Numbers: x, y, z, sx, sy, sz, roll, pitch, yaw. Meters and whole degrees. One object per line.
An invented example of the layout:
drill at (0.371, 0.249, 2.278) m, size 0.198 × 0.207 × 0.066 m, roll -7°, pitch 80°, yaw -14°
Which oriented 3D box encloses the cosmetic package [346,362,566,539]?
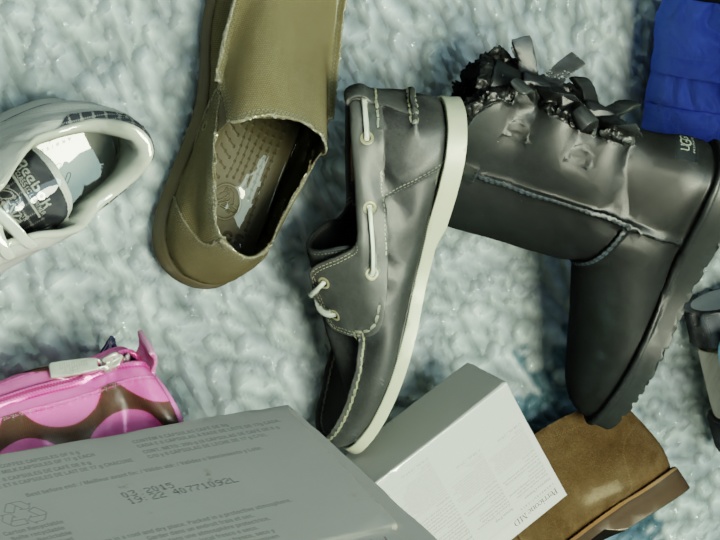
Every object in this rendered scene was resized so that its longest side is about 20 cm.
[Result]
cosmetic package at (0.008, 0.143, 0.960) m, size 0.200 × 0.051 × 0.083 m, roll -36°, pitch 112°, yaw -15°

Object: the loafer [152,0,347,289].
loafer at (-0.044, -0.085, 0.903) m, size 0.076 × 0.067 × 0.201 m, roll 15°, pitch 87°, yaw -34°

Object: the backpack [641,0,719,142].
backpack at (0.257, -0.092, 1.028) m, size 0.162 × 0.200 × 0.169 m, roll 2°, pitch 104°, yaw -38°

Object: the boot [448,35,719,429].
boot at (0.106, -0.018, 0.990) m, size 0.162 × 0.073 × 0.199 m, roll 19°, pitch 120°, yaw -6°

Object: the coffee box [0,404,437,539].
coffee box at (-0.075, 0.202, 0.769) m, size 0.199 × 0.200 × 0.199 m, roll -7°, pitch 117°, yaw -32°

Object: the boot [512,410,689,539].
boot at (0.093, 0.143, 1.037) m, size 0.200 × 0.074 × 0.076 m, roll -28°, pitch 83°, yaw -26°

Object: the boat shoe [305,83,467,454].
boat shoe at (0.000, 0.000, 0.935) m, size 0.067 × 0.072 × 0.201 m, roll 7°, pitch 111°, yaw -17°

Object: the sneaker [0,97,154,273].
sneaker at (-0.187, -0.021, 0.809) m, size 0.200 × 0.080 × 0.077 m, roll -36°, pitch 115°, yaw -24°

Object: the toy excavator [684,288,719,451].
toy excavator at (0.274, 0.071, 1.055) m, size 0.194 × 0.200 × 0.100 m, roll -25°, pitch 108°, yaw -29°

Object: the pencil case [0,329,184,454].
pencil case at (-0.179, 0.095, 0.825) m, size 0.199 × 0.091 × 0.094 m, roll -19°, pitch 138°, yaw -32°
